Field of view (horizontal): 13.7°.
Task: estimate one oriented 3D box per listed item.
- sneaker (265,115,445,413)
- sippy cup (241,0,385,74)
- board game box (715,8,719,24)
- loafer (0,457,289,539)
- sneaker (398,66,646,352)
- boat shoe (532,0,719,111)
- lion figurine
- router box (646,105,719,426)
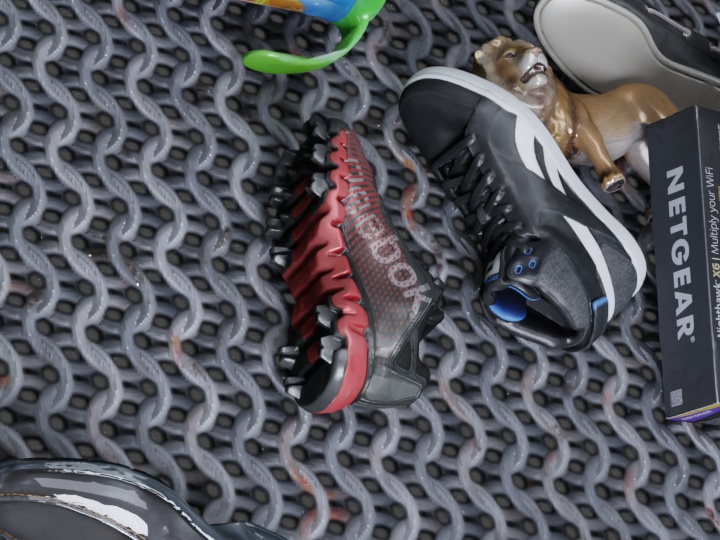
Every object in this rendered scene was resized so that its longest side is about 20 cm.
[{"bbox_3d":[0.000,0.000,1.789,0.098,0.071,0.201,13,53,-28],"label":"sneaker"},{"bbox_3d":[-0.057,-0.224,1.886,0.130,0.140,0.178,1,44,-23],"label":"sippy cup"},{"bbox_3d":[0.344,-0.108,2.013,0.037,0.151,0.200,-42,112,-45],"label":"board game box"},{"bbox_3d":[-0.114,0.158,1.586,0.199,0.073,0.072,22,52,-20],"label":"loafer"},{"bbox_3d":[0.088,-0.035,1.877,0.200,0.073,0.112,43,42,-2],"label":"sneaker"},{"bbox_3d":[0.196,-0.146,2.057,0.200,0.067,0.057,28,26,-23],"label":"boat shoe"},{"bbox_3d":[0.160,-0.095,1.990,0.200,0.072,0.123,3,51,-48],"label":"lion figurine"},{"bbox_3d":[0.266,0.004,1.947,0.157,0.052,0.201,10,70,-35],"label":"router box"}]
